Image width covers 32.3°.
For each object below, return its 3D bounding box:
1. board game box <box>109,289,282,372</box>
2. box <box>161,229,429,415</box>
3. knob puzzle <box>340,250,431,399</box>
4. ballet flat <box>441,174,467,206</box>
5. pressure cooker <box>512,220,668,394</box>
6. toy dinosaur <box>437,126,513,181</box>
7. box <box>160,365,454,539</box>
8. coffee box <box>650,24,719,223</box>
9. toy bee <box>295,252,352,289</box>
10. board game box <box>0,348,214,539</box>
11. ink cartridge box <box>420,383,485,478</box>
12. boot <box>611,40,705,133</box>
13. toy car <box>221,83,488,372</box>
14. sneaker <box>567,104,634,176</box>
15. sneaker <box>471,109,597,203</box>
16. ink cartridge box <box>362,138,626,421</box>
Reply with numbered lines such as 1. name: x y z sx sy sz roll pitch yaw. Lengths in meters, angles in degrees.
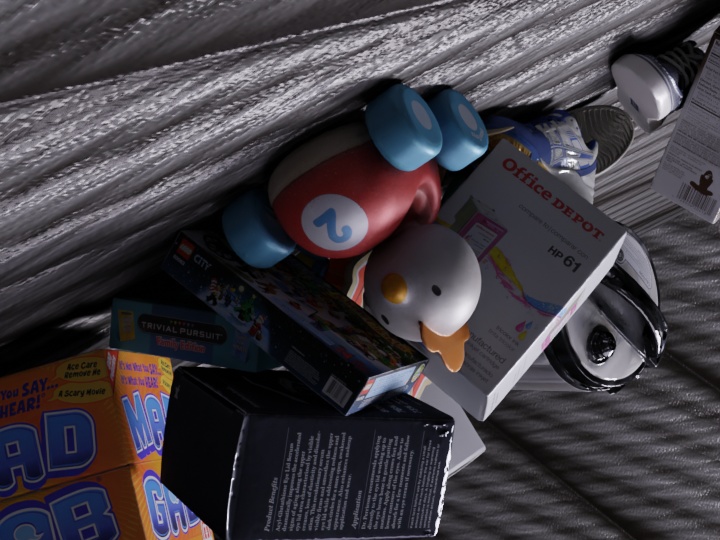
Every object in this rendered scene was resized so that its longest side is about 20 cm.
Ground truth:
1. board game box: -0.111 0.050 1.146 0.149 0.048 0.200 7 -175 23
2. box: -0.051 0.036 1.027 0.038 0.199 0.136 -58 162 15
3. knob puzzle: 0.039 0.053 1.204 0.030 0.222 0.219 8 -166 35
4. ballet flat: 0.090 -0.007 1.189 0.070 0.202 0.068 -5 149 -10
5. pressure cooker: 0.207 0.037 1.249 0.175 0.181 0.199 -8 -178 -39
6. toy dinosaur: 0.060 -0.093 1.142 0.101 0.058 0.200 -41 179 -21
7. box: -0.046 0.149 1.026 0.198 0.106 0.148 5 -172 -30
8. coffee box: 0.371 -0.162 1.225 0.114 0.079 0.201 -43 156 -38
9. toy bee: 0.000 0.000 1.253 0.109 0.130 0.200 -51 176 -40
10. board game box: -0.270 0.198 1.130 0.198 0.202 0.200 -16 172 6
11. ink cartridge box: 0.009 0.204 1.404 0.144 0.146 0.200 -23 168 -46
12. boot: 0.302 -0.196 1.222 0.090 0.073 0.200 -40 174 7
13. toy car: 0.029 -0.012 0.979 0.184 0.201 0.176 -33 169 26
14. sneaker: 0.195 -0.115 1.347 0.199 0.075 0.106 -28 -176 -5
15. sneaker: 0.170 -0.122 1.218 0.075 0.089 0.199 8 169 35
16. ink cartridge box: 0.118 0.006 1.102 0.200 0.144 0.085 -47 164 -16
